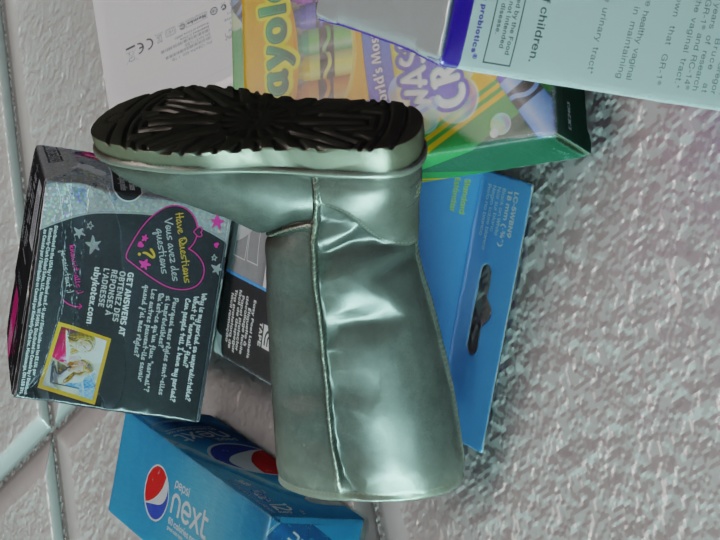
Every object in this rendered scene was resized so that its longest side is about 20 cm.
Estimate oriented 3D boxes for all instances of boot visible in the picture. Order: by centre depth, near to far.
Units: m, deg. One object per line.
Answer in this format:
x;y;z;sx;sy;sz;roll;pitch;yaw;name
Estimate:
-0.038;0.015;0.989;0.180;0.073;0.201;8;126;18;boot

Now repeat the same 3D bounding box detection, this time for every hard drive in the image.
-0.108;-0.183;1.261;0.131;0.025;0.202;-22;63;20;hard drive

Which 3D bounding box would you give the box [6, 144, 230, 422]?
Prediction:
-0.148;0.001;1.222;0.200;0.114;0.133;-142;61;-76;box

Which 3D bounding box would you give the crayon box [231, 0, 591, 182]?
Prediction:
0.010;-0.107;1.003;0.198;0.051;0.127;-8;77;26;crayon box

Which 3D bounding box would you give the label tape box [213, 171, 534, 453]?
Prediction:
0.000;0.000;1.081;0.200;0.063;0.146;24;106;57;label tape box

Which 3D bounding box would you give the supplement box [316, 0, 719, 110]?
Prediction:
0.097;-0.128;0.816;0.101;0.199;0.104;29;111;56;supplement box

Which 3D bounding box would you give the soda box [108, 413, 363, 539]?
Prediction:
-0.077;0.143;1.183;0.200;0.064;0.068;25;106;56;soda box
